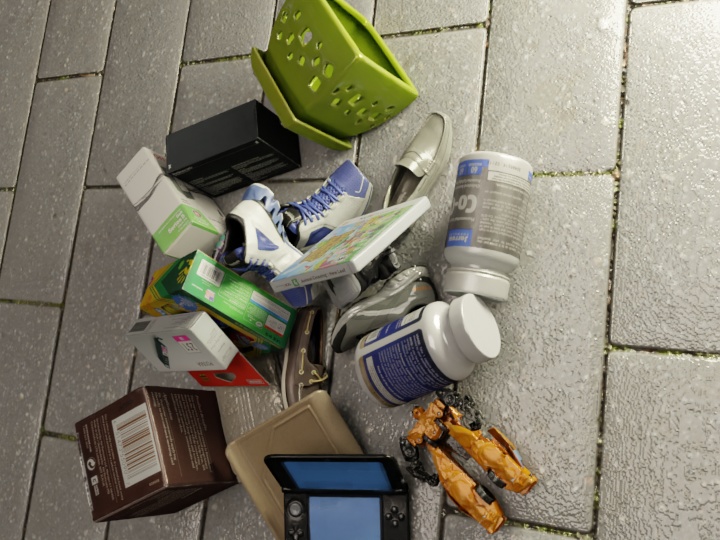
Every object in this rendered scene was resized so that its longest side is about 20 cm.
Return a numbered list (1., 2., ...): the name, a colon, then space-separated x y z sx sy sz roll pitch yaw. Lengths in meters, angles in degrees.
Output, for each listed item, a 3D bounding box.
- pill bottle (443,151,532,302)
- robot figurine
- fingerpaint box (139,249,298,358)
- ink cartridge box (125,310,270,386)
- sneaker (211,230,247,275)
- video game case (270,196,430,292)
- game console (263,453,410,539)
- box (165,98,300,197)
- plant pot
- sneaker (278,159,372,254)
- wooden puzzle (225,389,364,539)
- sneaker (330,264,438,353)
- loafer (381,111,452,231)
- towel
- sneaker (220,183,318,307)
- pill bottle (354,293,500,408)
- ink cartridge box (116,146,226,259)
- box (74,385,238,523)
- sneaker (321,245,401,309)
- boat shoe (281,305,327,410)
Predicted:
1. pill bottle: 0.183 -0.060 1.136 0.112 0.113 0.205 6 82 29
2. robot figurine: 0.148 0.268 1.116 0.200 0.058 0.146 43 100 28
3. fingerpaint box: -0.230 0.064 1.248 0.165 0.199 0.075 -17 47 49
4. ink cartridge box: -0.265 0.145 1.252 0.198 0.175 0.044 -8 37 44
5. sneaker: -0.183 -0.045 1.319 0.086 0.075 0.202 11 56 21
6. video game case: -0.015 -0.039 1.135 0.180 0.200 0.022 -14 111 45
7. game console: -0.033 0.351 1.130 0.195 0.116 0.180 -3 85 13
8. box: -0.225 -0.211 1.373 0.197 0.141 0.081 -15 73 24
9. plant pot: -0.054 -0.323 1.279 0.181 0.199 0.201 -40 64 21
10. sneaker: -0.072 -0.091 1.270 0.081 0.115 0.200 44 102 25
11. wooden puzzle: -0.090 0.309 1.219 0.198 0.037 0.187 -32 91 15
12. sneaker: 0.035 0.074 1.212 0.199 0.074 0.080 -36 70 17
13. loafer: 0.089 -0.161 1.233 0.069 0.069 0.204 20 89 31
14. towel: -0.175 0.243 1.309 0.131 0.034 0.204 -24 67 21
15. sneaker: -0.156 -0.019 1.198 0.080 0.115 0.202 -8 116 44
16. pill bottle: 0.096 0.115 1.117 0.198 0.115 0.118 -29 66 34
17. ink cartridge box: -0.329 -0.111 1.403 0.084 0.145 0.201 -44 63 12
18. box: -0.332 0.303 1.284 0.162 0.199 0.169 -29 67 20
19. sneaker: 0.000 0.000 1.212 0.113 0.200 0.076 -32 93 -12
20. boat shoe: -0.086 0.157 1.260 0.059 0.072 0.204 -13 68 28
